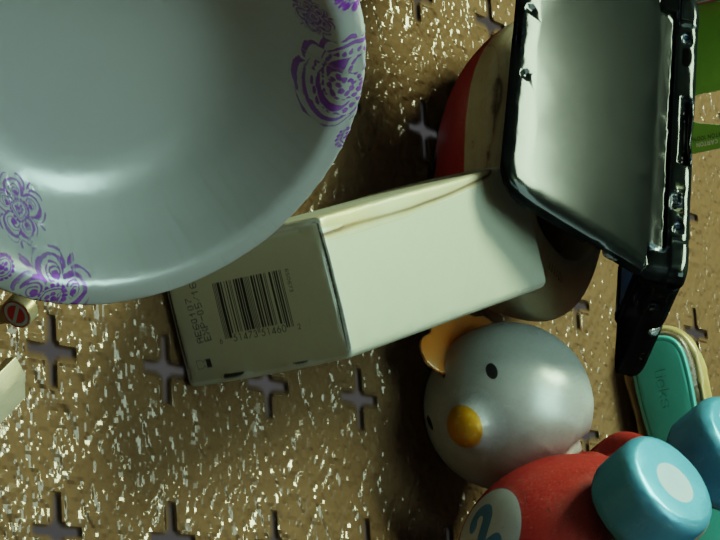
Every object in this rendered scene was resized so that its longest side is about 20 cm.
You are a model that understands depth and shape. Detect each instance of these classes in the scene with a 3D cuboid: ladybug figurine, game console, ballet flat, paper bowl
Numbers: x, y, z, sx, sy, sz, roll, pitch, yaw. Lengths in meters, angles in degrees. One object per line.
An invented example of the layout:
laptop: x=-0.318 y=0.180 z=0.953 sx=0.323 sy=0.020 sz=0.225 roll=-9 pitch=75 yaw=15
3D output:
ladybug figurine: x=0.091 y=-0.061 z=1.439 sx=0.136 sy=0.072 sz=0.200 roll=44 pitch=47 yaw=-42
game console: x=0.127 y=-0.069 z=1.389 sx=0.176 sy=0.116 sz=0.200 roll=103 pitch=-4 yaw=-57
ballet flat: x=0.214 y=0.134 z=1.577 sx=0.063 sy=0.069 sz=0.200 roll=15 pitch=69 yaw=-69
paper bowl: x=-0.106 y=-0.093 z=1.012 sx=0.201 sy=0.201 sz=0.104 roll=41 pitch=12 yaw=-43

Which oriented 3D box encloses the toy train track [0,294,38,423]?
toy train track: x=-0.190 y=-0.023 z=1.044 sx=0.200 sy=0.033 sz=0.115 roll=64 pitch=36 yaw=-20

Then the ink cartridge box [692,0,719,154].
ink cartridge box: x=0.220 y=-0.183 z=1.597 sx=0.076 sy=0.148 sz=0.200 roll=8 pitch=75 yaw=-55

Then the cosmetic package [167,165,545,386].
cosmetic package: x=0.000 y=0.000 z=1.258 sx=0.200 sy=0.104 sz=0.073 roll=-19 pitch=97 yaw=-57

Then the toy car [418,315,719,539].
toy car: x=0.087 y=0.099 z=1.345 sx=0.200 sy=0.184 sz=0.177 roll=52 pitch=32 yaw=12
